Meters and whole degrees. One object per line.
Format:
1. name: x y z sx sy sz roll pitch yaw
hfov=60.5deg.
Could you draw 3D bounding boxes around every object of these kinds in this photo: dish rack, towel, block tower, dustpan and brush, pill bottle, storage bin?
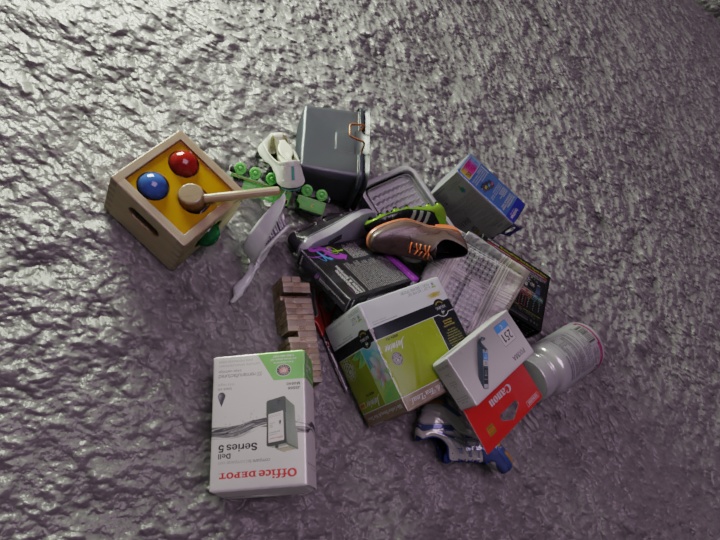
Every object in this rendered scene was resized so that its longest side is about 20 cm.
1. dish rack: 0.097 -0.114 1.309 0.171 0.044 0.201 -28 82 -36
2. towel: 0.217 0.031 1.239 0.192 0.035 0.201 31 79 5
3. block tower: -0.111 0.112 1.069 0.054 0.058 0.201 2 67 -28
4. dustpan and brush: -0.177 -0.033 1.082 0.057 0.140 0.200 40 78 0
5. pill bottle: 0.408 0.193 1.290 0.199 0.113 0.114 -20 77 -35
6. storage bin: -0.059 -0.238 1.232 0.133 0.146 0.201 8 62 -15

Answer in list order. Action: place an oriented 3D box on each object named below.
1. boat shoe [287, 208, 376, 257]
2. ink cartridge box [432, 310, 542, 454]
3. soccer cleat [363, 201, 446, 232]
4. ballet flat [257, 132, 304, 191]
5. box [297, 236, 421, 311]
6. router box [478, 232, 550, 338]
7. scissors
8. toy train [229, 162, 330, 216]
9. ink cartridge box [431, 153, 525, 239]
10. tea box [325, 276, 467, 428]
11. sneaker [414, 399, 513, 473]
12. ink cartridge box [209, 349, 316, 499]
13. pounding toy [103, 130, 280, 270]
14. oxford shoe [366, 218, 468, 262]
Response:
1. boat shoe: -0.056 -0.081 1.197 0.199 0.070 0.066 -32 60 -33
2. ink cartridge box: 0.240 0.189 1.079 0.200 0.045 0.177 -29 85 -41
3. soccer cleat: 0.098 -0.088 1.233 0.199 0.067 0.082 -12 85 -34
4. ballet flat: -0.146 -0.219 1.150 0.069 0.070 0.200 7 31 -27
5. box: 0.000 0.000 1.147 0.199 0.036 0.143 -13 47 -45
6. router box: 0.311 0.035 1.344 0.199 0.062 0.150 31 56 -13
7. scissors: -0.067 0.122 1.118 0.073 0.014 0.201 6 65 -30
8. toy train: -0.155 -0.151 1.172 0.199 0.042 0.057 17 91 -12
9. ink cartridge box: 0.262 -0.140 1.358 0.200 0.136 0.076 43 58 -4
10. tea box: 0.079 0.144 1.108 0.199 0.134 0.198 -16 75 -38
11. sneaker: 0.184 0.325 1.132 0.199 0.075 0.088 35 65 -2
12. ink cartridge box: -0.145 0.233 0.937 0.144 0.084 0.201 -5 65 2
13. pounding toy: -0.279 -0.120 1.033 0.200 0.142 0.184 44 53 -3
14. oxford shoe: 0.111 -0.053 1.174 0.199 0.072 0.073 -2 28 -14
